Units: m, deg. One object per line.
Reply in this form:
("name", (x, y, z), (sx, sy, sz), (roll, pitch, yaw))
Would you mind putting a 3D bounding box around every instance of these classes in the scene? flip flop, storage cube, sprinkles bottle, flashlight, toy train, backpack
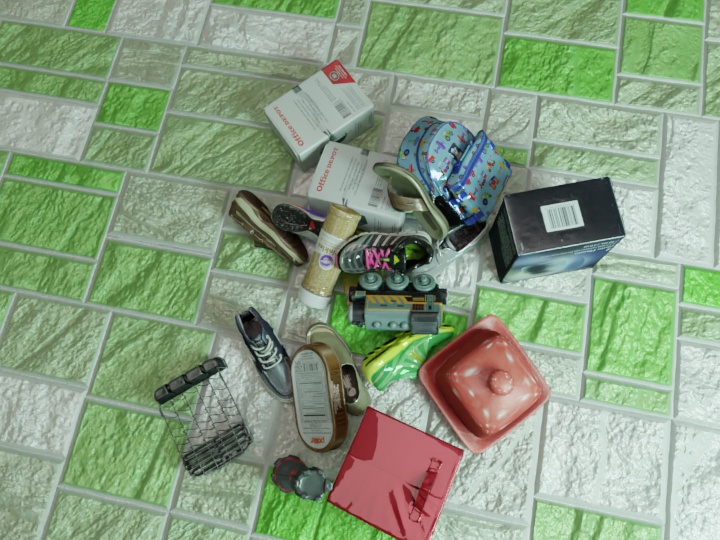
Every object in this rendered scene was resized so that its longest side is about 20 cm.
("flip flop", (0.093, -0.127, 1.203), (0.058, 0.081, 0.200), (-48, 113, -18))
("storage cube", (0.067, 0.357, 1.089), (0.178, 0.200, 0.172), (21, 75, 16))
("sprinkles bottle", (-0.063, -0.027, 1.236), (0.068, 0.068, 0.202), (23, 105, 11))
("flashlight", (-0.109, 0.360, 1.091), (0.068, 0.200, 0.068), (-40, 91, -19))
("toy train", (0.070, 0.065, 1.200), (0.197, 0.086, 0.115), (2, 43, 6))
("backpack", (0.177, -0.206, 1.235), (0.200, 0.134, 0.183), (47, 65, -25))

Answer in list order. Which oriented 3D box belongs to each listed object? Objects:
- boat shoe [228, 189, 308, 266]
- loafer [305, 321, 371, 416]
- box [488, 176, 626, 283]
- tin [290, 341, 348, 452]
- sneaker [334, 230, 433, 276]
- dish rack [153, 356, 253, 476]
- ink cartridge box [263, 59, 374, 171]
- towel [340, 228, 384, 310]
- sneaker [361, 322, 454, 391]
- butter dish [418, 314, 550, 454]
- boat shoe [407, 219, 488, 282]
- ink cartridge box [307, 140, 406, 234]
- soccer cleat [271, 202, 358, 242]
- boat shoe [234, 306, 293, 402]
("boat shoe", (-0.195, -0.074, 1.312), (0.202, 0.075, 0.075), (46, 111, 10))
("loafer", (-0.042, 0.183, 1.213), (0.075, 0.068, 0.201), (-32, 74, -7))
("box", (0.364, -0.069, 1.198), (0.197, 0.199, 0.125), (-10, 74, 1))
("tin", (-0.080, 0.236, 1.174), (0.111, 0.042, 0.203), (-13, 83, 45))
("sneaker", (0.052, -0.029, 1.190), (0.197, 0.088, 0.075), (-8, 112, -12))
("dish rack", (-0.298, 0.282, 1.209), (0.152, 0.055, 0.201), (-29, 75, -4))
("ink cartridge box", (-0.088, -0.335, 1.369), (0.199, 0.084, 0.145), (-35, 75, -8))
("towel", (0.000, 0.000, 1.295), (0.085, 0.018, 0.202), (-12, 72, -1))
("sneaker", (0.095, 0.163, 1.220), (0.198, 0.074, 0.084), (-28, 107, -13))
("butter dish", (0.238, 0.204, 1.138), (0.199, 0.148, 0.200), (-35, 84, -8))
("boat shoe", (0.175, -0.045, 1.270), (0.198, 0.069, 0.073), (-25, 73, -5))
("ink cartridge box", (0.006, -0.168, 1.303), (0.198, 0.084, 0.147), (16, 65, 9))
("soccer cleat", (-0.086, -0.087, 1.294), (0.198, 0.073, 0.069), (23, 101, -5))
("boat shoe", (-0.183, 0.162, 1.216), (0.074, 0.093, 0.201), (-33, 73, -7))
